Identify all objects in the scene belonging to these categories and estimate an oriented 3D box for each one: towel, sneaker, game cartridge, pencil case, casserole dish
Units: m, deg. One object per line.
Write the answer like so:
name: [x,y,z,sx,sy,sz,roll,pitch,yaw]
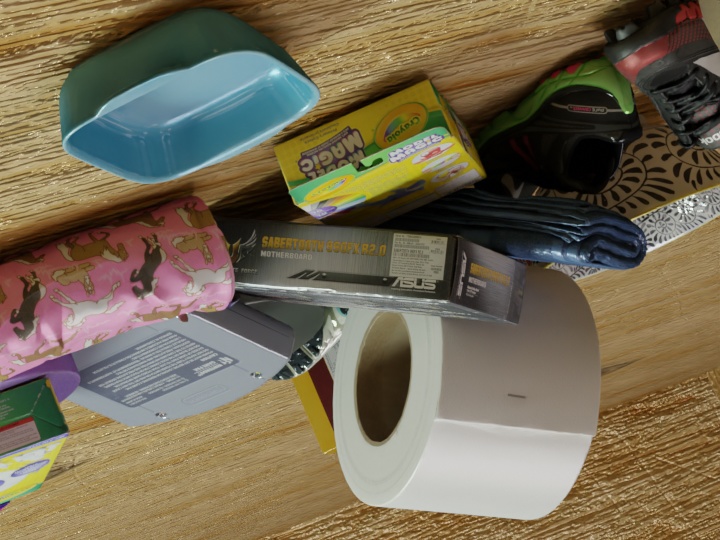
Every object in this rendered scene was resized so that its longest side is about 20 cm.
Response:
towel: [0.103,-0.034,1.626,0.200,0.049,0.112,7,178,32]
sneaker: [-0.020,0.031,1.862,0.200,0.078,0.086,-32,170,38]
sneaker: [0.141,-0.085,1.621,0.077,0.084,0.200,-17,167,-26]
game cartridge: [-0.147,0.063,1.639,0.133,0.041,0.200,31,144,-31]
pencil case: [-0.182,0.017,1.445,0.200,0.087,0.083,-19,-161,-22]
casserole dish: [-0.095,-0.096,1.198,0.121,0.039,0.200,-26,168,11]
sneaker: [0.232,-0.135,1.542,0.071,0.098,0.200,-26,168,23]

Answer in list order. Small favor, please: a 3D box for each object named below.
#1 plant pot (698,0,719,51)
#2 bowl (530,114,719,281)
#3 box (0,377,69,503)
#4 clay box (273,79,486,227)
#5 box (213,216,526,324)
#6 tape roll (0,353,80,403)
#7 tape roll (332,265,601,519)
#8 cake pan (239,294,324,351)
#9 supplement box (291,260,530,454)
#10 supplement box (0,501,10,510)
plant pot: [0.308,-0.205,1.224,0.187,0.188,0.200,-19,154,-23]
bowl: [0.213,-0.068,1.824,0.200,0.094,0.201,-23,168,-5]
box: [-0.280,0.139,1.571,0.117,0.048,0.200,-19,170,-20]
clay box: [0.014,-0.075,1.498,0.115,0.048,0.200,-23,169,7]
box: [0.000,0.000,1.563,0.200,0.048,0.158,5,176,23]
tape roll: [-0.302,0.085,1.557,0.200,0.066,0.200,-22,169,-4]
tape roll: [0.079,0.089,1.723,0.139,0.203,0.203,8,156,-23]
cake pan: [-0.116,0.047,1.752,0.200,0.037,0.200,-17,160,-6]
supplement box: [0.065,0.062,2.031,0.200,0.133,0.197,-29,168,26]
supplement box: [-0.375,0.187,1.789,0.101,0.104,0.200,-17,166,-34]
